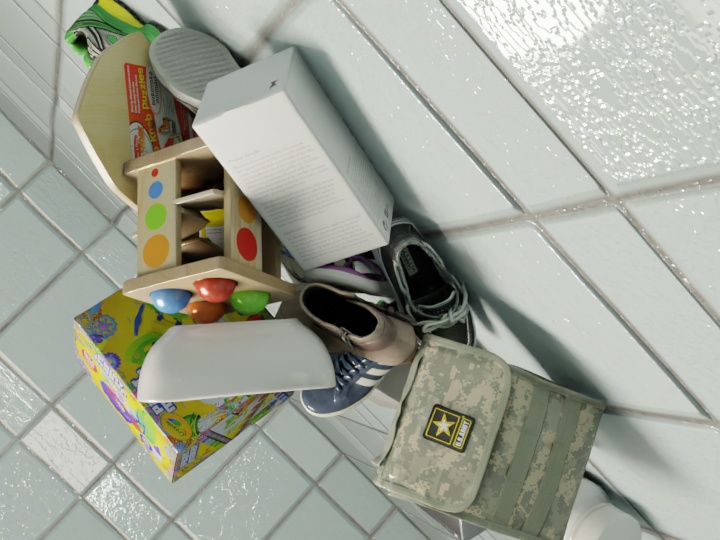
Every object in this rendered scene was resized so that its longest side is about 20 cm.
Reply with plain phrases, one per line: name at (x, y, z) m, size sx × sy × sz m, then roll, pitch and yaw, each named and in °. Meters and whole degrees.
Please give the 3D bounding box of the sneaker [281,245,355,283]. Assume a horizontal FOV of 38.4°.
sneaker at (-0.089, -0.042, 1.341) m, size 0.200 × 0.077 × 0.085 m, roll 32°, pitch 158°, yaw 39°

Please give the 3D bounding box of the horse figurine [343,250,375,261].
horse figurine at (-0.037, -0.063, 1.170) m, size 0.200 × 0.050 × 0.133 m, roll 37°, pitch 167°, yaw 22°

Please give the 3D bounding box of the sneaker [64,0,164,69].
sneaker at (-0.270, -0.248, 1.220) m, size 0.200 × 0.085 × 0.078 m, roll 35°, pitch 164°, yaw 31°

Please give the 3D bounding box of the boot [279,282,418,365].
boot at (-0.027, 0.046, 1.075) m, size 0.199 × 0.071 × 0.146 m, roll 16°, pitch 170°, yaw 27°

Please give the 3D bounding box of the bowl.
bowl at (-0.130, 0.092, 1.066) m, size 0.200 × 0.199 × 0.075 m, roll 156°, pitch 112°, yaw -78°

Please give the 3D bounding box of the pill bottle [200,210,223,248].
pill bottle at (-0.188, -0.076, 1.320) m, size 0.104 × 0.104 × 0.201 m, roll 35°, pitch 140°, yaw 32°

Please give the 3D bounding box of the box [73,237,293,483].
box at (-0.204, 0.105, 1.233) m, size 0.200 × 0.192 × 0.122 m, roll 49°, pitch 152°, yaw 14°

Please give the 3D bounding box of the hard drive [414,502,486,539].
hard drive at (0.146, 0.212, 1.183) m, size 0.135 × 0.200 × 0.042 m, roll 32°, pitch 141°, yaw 41°

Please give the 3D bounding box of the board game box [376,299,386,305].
board game box at (0.103, 0.118, 1.377) m, size 0.200 × 0.023 × 0.105 m, roll 33°, pitch 165°, yaw 38°

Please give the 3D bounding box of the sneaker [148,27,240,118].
sneaker at (-0.138, -0.173, 1.074) m, size 0.200 × 0.078 × 0.080 m, roll 37°, pitch 159°, yaw 20°

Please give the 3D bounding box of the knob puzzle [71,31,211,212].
knob puzzle at (-0.232, -0.149, 1.081) m, size 0.030 × 0.220 × 0.220 m, roll -6°, pitch 138°, yaw 29°

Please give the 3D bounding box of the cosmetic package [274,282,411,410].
cosmetic package at (-0.007, 0.099, 1.301) m, size 0.200 × 0.090 × 0.107 m, roll 31°, pitch 166°, yaw -28°

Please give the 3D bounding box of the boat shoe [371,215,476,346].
boat shoe at (0.078, 0.031, 1.076) m, size 0.068 × 0.073 × 0.200 m, roll 49°, pitch 167°, yaw 55°

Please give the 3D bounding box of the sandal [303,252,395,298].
sandal at (-0.007, -0.001, 1.119) m, size 0.082 × 0.050 × 0.203 m, roll 7°, pitch 177°, yaw 14°

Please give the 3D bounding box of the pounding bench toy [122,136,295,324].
pounding bench toy at (-0.130, -0.024, 1.060) m, size 0.124 × 0.157 × 0.200 m, roll -13°, pitch 160°, yaw 28°

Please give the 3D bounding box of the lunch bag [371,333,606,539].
lunch bag at (0.124, 0.171, 1.047) m, size 0.199 × 0.165 × 0.118 m, roll 22°, pitch 173°, yaw -16°

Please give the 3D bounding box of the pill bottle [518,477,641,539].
pill bottle at (0.253, 0.310, 1.318) m, size 0.200 × 0.114 × 0.114 m, roll 25°, pitch 157°, yaw 54°

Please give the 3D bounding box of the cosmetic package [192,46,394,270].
cosmetic package at (-0.058, -0.100, 0.982) m, size 0.101 × 0.071 × 0.200 m, roll -17°, pitch 131°, yaw 24°

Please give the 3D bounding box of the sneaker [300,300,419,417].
sneaker at (0.008, 0.088, 1.175) m, size 0.075 × 0.200 × 0.085 m, roll 51°, pitch 179°, yaw 23°
